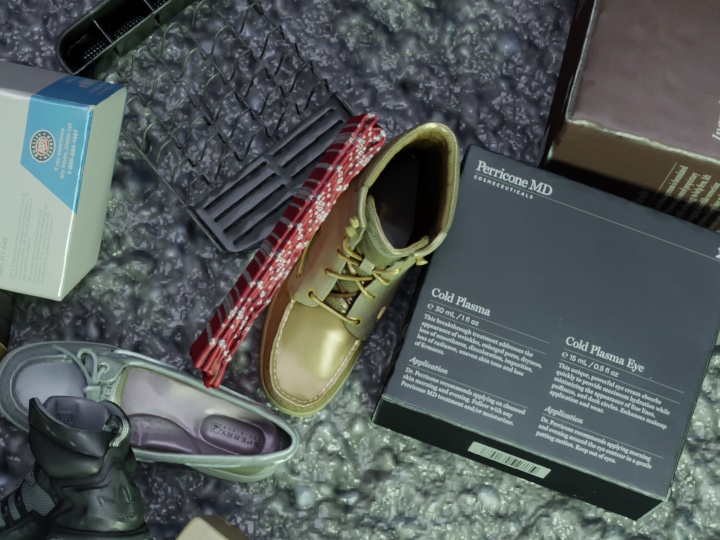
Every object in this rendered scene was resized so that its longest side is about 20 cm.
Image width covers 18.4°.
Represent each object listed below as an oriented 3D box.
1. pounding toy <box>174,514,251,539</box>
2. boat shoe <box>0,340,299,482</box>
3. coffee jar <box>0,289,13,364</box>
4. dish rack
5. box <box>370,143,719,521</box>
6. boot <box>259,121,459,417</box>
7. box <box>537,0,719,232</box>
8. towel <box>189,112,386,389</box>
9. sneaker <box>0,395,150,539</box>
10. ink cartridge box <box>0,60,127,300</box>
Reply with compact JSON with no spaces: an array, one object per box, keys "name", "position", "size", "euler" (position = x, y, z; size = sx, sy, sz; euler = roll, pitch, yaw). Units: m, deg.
[{"name":"pounding toy","position":[-0.059,0.256,1.412],"size":[0.184,0.142,0.201],"euler":[37,87,7]},{"name":"boat shoe","position":[-0.139,0.091,1.451],"size":[0.200,0.065,0.075],"euler":[18,75,-12]},{"name":"coffee jar","position":[-0.298,0.094,1.441],"size":[0.103,0.085,0.202],"euler":[8,73,25]},{"name":"dish rack","position":[-0.095,-0.119,1.529],"size":[0.153,0.055,0.200],"euler":[-39,82,-10]},{"name":"box","position":[0.130,0.043,1.477],"size":[0.198,0.104,0.184],"euler":[20,77,1]},{"name":"boot","position":[0.000,0.000,1.449],"size":[0.072,0.155,0.201],"euler":[30,81,-7]},{"name":"box","position":[0.238,-0.124,1.493],"size":[0.198,0.166,0.166],"euler":[15,76,0]},{"name":"towel","position":[-0.050,-0.015,1.444],"size":[0.022,0.145,0.201],"euler":[35,89,-6]},{"name":"sneaker","position":[-0.195,0.137,1.396],"size":[0.075,0.199,0.115],"euler":[4,83,-39]},{"name":"ink cartridge box","position":[-0.268,-0.073,1.447],"size":[0.198,0.125,0.130],"euler":[12,102,2]}]
